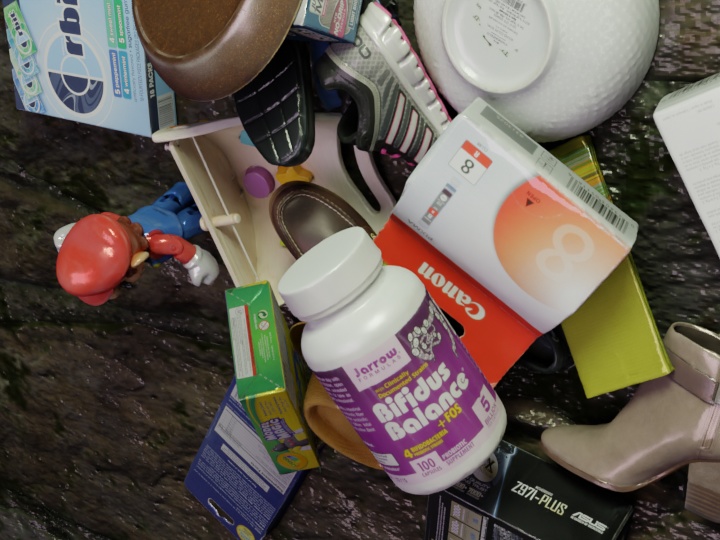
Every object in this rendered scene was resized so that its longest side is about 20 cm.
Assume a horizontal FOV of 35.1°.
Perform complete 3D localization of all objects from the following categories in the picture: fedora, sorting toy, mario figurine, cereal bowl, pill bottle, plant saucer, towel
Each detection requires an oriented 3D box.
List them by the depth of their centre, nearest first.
[{"bbox_3d":[0.121,-0.191,0.871,0.198,0.083,0.202,16,119,31],"label":"cereal bowl"},{"bbox_3d":[-0.117,-0.233,0.873,0.199,0.034,0.203,-7,79,41],"label":"plant saucer"},{"bbox_3d":[0.023,0.069,0.901,0.112,0.113,0.201,-20,114,39],"label":"pill bottle"},{"bbox_3d":[0.185,-0.002,0.926,0.086,0.018,0.202,-24,82,44],"label":"towel"},{"bbox_3d":[0.008,0.124,1.040,0.199,0.082,0.201,23,156,11],"label":"fedora"},{"bbox_3d":[-0.062,-0.076,1.049,0.178,0.107,0.201,-8,122,24],"label":"sorting toy"},{"bbox_3d":[-0.217,-0.017,1.116,0.123,0.200,0.107,-13,102,39],"label":"mario figurine"}]

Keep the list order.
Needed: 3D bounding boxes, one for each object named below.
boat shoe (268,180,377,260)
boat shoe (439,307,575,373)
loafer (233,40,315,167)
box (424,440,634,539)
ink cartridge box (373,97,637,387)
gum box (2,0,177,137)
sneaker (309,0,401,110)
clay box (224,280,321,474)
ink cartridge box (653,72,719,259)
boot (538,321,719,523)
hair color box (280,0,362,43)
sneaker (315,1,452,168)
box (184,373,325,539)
[{"bbox_3d":[0.000,0.000,1.010,0.070,0.070,0.200,-46,110,5],"label":"boat shoe"},{"bbox_3d":[0.105,0.026,0.990,0.199,0.066,0.075,39,127,15],"label":"boat shoe"},{"bbox_3d":[-0.067,-0.173,0.973,0.072,0.072,0.202,-24,63,26],"label":"loafer"},{"bbox_3d":[0.145,0.270,1.040,0.163,0.086,0.202,23,132,26],"label":"box"},{"bbox_3d":[0.093,-0.009,0.893,0.162,0.050,0.201,38,121,2],"label":"ink cartridge box"},{"bbox_3d":[-0.281,-0.238,1.163,0.198,0.044,0.172,14,118,30],"label":"gum box"},{"bbox_3d":[-0.010,-0.240,0.961,0.077,0.070,0.202,-8,100,14],"label":"sneaker"},{"bbox_3d":[-0.079,0.112,1.081,0.047,0.116,0.201,-12,147,1],"label":"clay box"},{"bbox_3d":[0.325,-0.060,0.815,0.161,0.050,0.201,-20,106,39],"label":"ink cartridge box"},{"bbox_3d":[0.249,0.114,0.934,0.198,0.070,0.148,17,113,28],"label":"boot"},{"bbox_3d":[-0.083,-0.239,0.905,0.199,0.060,0.101,15,94,44],"label":"hair color box"},{"bbox_3d":[0.027,-0.119,0.930,0.087,0.074,0.201,-29,128,7],"label":"sneaker"},{"bbox_3d":[-0.119,0.210,1.257,0.121,0.032,0.201,40,127,15],"label":"box"}]
